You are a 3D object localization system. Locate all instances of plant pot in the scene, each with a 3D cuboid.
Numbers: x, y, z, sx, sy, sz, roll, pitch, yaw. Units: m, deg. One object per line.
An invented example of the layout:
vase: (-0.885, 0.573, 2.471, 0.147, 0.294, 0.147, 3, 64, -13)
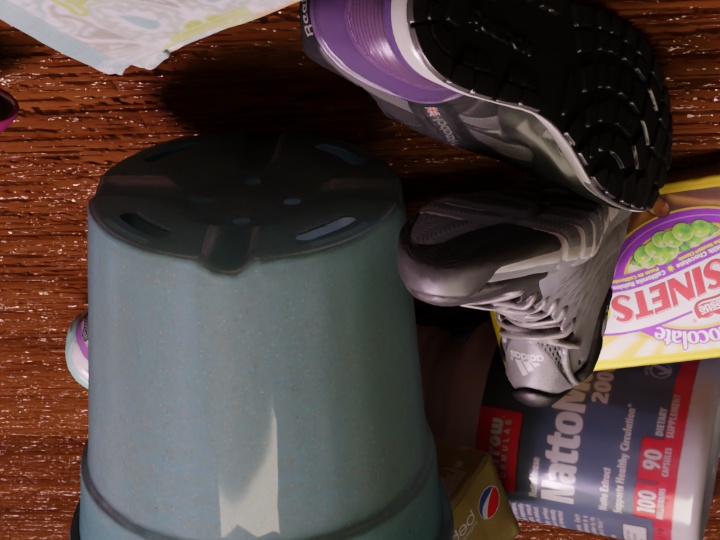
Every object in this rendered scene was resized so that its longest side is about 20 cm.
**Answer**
plant pot: (-0.051, 0.047, 0.801, 0.200, 0.200, 0.196, 1, 118, 2)

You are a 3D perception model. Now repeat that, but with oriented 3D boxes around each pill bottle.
pill bottle: (0.112, 0.091, 0.969, 0.200, 0.120, 0.120, 8, 161, 16)

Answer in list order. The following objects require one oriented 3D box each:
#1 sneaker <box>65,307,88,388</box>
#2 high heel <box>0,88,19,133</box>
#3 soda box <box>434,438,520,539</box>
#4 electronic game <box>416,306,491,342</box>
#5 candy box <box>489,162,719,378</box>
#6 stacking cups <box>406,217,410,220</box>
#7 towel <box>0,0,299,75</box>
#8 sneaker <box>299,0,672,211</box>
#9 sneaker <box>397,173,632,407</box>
sneaker: (-0.079, 0.054, 1.039, 0.200, 0.078, 0.140, 10, 158, -21)
high heel: (-0.251, -0.086, 0.704, 0.096, 0.067, 0.200, -4, 175, 43)
soda box: (-0.010, 0.128, 0.949, 0.200, 0.064, 0.068, 13, 139, 40)
electronic game: (0.099, 0.065, 1.103, 0.200, 0.042, 0.200, 2, 159, 1)
candy box: (0.161, 0.000, 0.859, 0.200, 0.102, 0.026, -9, -160, 26)
stacking cups: (0.000, 0.000, 0.893, 0.200, 0.061, 0.061, -4, 159, 28)
towel: (-0.092, -0.144, 0.572, 0.171, 0.048, 0.200, -17, 152, 34)
sneaker: (0.058, -0.084, 0.705, 0.088, 0.076, 0.200, 2, 161, 44)
sneaker: (0.080, 0.019, 0.768, 0.075, 0.116, 0.200, 14, -160, 29)
